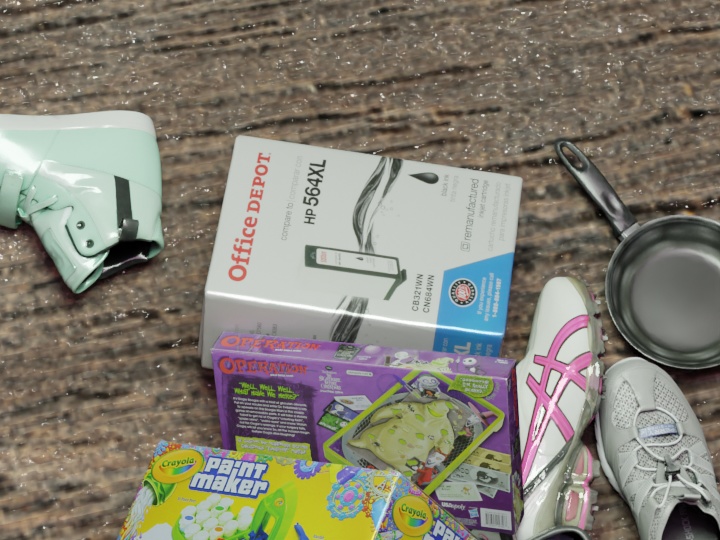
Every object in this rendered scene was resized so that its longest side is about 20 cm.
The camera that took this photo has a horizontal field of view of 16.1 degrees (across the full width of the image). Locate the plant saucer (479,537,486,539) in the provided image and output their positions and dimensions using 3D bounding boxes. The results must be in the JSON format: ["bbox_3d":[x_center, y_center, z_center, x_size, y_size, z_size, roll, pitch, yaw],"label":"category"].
[{"bbox_3d":[0.057,0.255,1.655,0.200,0.050,0.200,1,69,-4],"label":"plant saucer"}]

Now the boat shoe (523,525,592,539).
[{"bbox_3d":[0.072,0.229,1.601,0.200,0.066,0.070,-35,75,-12],"label":"boat shoe"}]

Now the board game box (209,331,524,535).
[{"bbox_3d":[0.005,0.104,1.645,0.200,0.120,0.032,6,35,18],"label":"board game box"}]

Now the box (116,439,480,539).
[{"bbox_3d":[-0.055,0.223,1.568,0.200,0.122,0.193,5,63,40],"label":"box"}]

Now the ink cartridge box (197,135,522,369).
[{"bbox_3d":[0.000,0.000,1.705,0.200,0.084,0.146,8,51,0],"label":"ink cartridge box"}]

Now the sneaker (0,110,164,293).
[{"bbox_3d":[-0.230,-0.041,1.726,0.200,0.074,0.118,-8,64,-10],"label":"sneaker"}]

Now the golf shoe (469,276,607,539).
[{"bbox_3d":[0.116,0.092,1.704,0.092,0.073,0.200,9,65,-4],"label":"golf shoe"}]

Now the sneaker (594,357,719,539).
[{"bbox_3d":[0.213,0.147,1.691,0.075,0.082,0.200,-14,71,-10],"label":"sneaker"}]

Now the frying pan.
[{"bbox_3d":[0.194,-0.001,1.772,0.190,0.031,0.115,28,70,10],"label":"frying pan"}]
